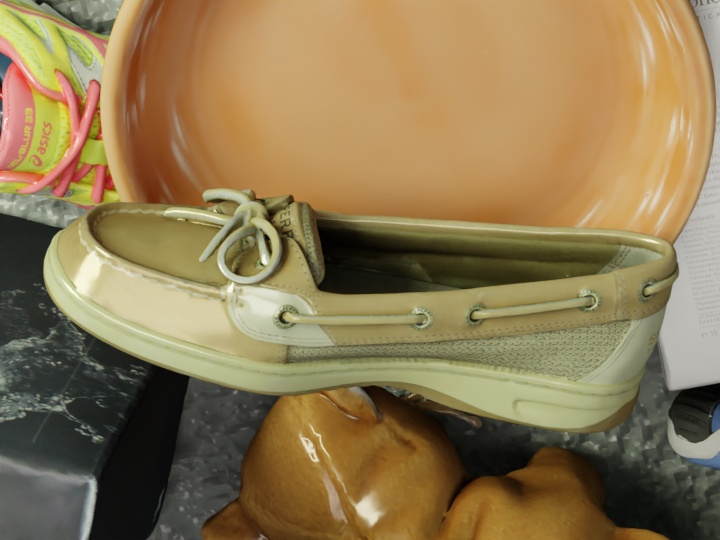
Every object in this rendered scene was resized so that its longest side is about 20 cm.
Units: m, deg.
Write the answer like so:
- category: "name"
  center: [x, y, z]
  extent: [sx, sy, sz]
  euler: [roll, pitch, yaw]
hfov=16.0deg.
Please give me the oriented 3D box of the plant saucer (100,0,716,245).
- category: "plant saucer"
  center: [0.015, -0.055, 0.843]
  extent: [0.199, 0.038, 0.201]
  euler: [1, 124, 2]

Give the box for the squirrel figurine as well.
- category: "squirrel figurine"
  center: [0.029, 0.116, 0.893]
  extent: [0.187, 0.200, 0.142]
  euler: [41, 121, 5]

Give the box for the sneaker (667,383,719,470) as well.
- category: "sneaker"
  center: [0.207, 0.074, 0.911]
  extent: [0.199, 0.076, 0.077]
  euler: [7, 107, 7]

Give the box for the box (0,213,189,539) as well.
- category: "box"
  center: [-0.173, 0.056, 0.894]
  extent: [0.199, 0.197, 0.118]
  euler: [15, 111, 2]

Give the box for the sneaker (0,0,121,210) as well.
- category: "sneaker"
  center: [-0.099, -0.049, 0.900]
  extent: [0.199, 0.090, 0.078]
  euler: [19, 111, -1]

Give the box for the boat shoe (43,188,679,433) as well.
- category: "boat shoe"
  center: [0.001, 0.001, 0.820]
  extent: [0.200, 0.073, 0.063]
  euler: [12, 119, -10]

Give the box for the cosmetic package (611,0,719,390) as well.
- category: "cosmetic package"
  center: [0.187, -0.052, 0.879]
  extent: [0.199, 0.052, 0.151]
  euler: [-10, 111, 12]
